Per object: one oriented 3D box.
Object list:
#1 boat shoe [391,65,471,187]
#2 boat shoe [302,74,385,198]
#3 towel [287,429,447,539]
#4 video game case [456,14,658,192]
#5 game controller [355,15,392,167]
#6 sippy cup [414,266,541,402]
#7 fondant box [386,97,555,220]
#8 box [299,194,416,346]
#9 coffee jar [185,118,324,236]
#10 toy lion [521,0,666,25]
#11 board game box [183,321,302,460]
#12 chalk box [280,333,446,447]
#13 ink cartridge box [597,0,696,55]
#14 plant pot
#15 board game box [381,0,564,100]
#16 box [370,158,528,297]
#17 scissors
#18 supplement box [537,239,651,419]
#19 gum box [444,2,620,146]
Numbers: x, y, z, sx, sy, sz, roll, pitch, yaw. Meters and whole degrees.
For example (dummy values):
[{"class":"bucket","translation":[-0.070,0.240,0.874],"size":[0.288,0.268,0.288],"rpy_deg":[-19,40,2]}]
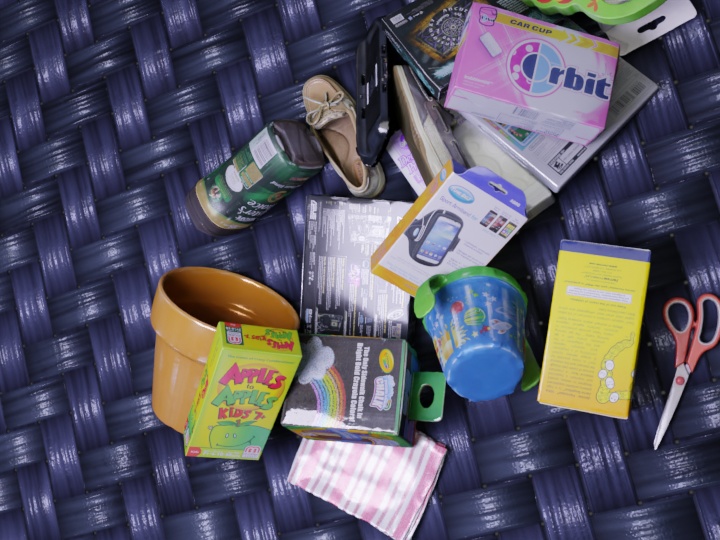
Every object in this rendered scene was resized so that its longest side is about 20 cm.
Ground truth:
[{"class":"boat shoe","translation":[0.095,-0.180,1.132],"size":[0.066,0.072,0.202],"rpy_deg":[-16,71,-9]},{"class":"boat shoe","translation":[-0.027,-0.195,1.230],"size":[0.073,0.063,0.201],"rpy_deg":[-33,77,13]},{"class":"towel","translation":[0.006,0.267,1.201],"size":[0.199,0.030,0.147],"rpy_deg":[23,92,19]},{"class":"video game case","translation":[0.251,-0.225,1.128],"size":[0.200,0.024,0.182],"rpy_deg":[-44,73,-11]},{"class":"game controller","translation":[0.022,-0.243,1.180],"size":[0.042,0.104,0.202],"rpy_deg":[9,65,-22]},{"class":"sippy cup","translation":[0.148,0.086,1.086],"size":[0.176,0.131,0.140],"rpy_deg":[4,126,-3]},{"class":"fondant box","translation":[0.145,-0.133,1.173],"size":[0.144,0.058,0.201],"rpy_deg":[-37,75,12]},{"class":"box","translation":[0.000,0.000,1.199],"size":[0.159,0.043,0.202],"rpy_deg":[5,97,19]},{"class":"coffee jar","translation":[-0.151,-0.125,1.224],"size":[0.199,0.104,0.086],"rpy_deg":[-33,79,31]},{"class":"toy lion","translation":[0.285,-0.385,1.074],"size":[0.191,0.069,0.201],"rpy_deg":[-35,72,20]},{"class":"board game box","translation":[-0.153,0.158,1.108],"size":[0.048,0.101,0.201],"rpy_deg":[-107,32,-48]},{"class":"chalk box","translation":[0.014,0.161,1.144],"size":[0.198,0.124,0.126],"rpy_deg":[3,72,13]},{"class":"ink cartridge box","translation":[0.337,-0.393,1.119],"size":[0.116,0.067,0.201],"rpy_deg":[-27,75,14]},{"class":"plant pot","translation":[-0.206,0.121,1.208],"size":[0.199,0.200,0.184],"rpy_deg":[28,110,18]},{"class":"board game box","translation":[0.146,-0.322,1.140],"size":[0.199,0.028,0.136],"rpy_deg":[-31,70,-10]},{"class":"box","translation":[0.115,-0.048,1.091],"size":[0.119,0.042,0.200],"rpy_deg":[29,119,-19]},{"class":"scissors","translation":[0.409,0.127,1.087],"size":[0.073,0.014,0.202],"rpy_deg":[5,86,17]},{"class":"supplement box","translation":[0.292,0.072,1.081],"size":[0.109,0.109,0.202],"rpy_deg":[8,89,19]},{"class":"gum box","translation":[0.214,-0.237,1.065],"size":[0.198,0.066,0.114],"rpy_deg":[15,78,-3]}]
